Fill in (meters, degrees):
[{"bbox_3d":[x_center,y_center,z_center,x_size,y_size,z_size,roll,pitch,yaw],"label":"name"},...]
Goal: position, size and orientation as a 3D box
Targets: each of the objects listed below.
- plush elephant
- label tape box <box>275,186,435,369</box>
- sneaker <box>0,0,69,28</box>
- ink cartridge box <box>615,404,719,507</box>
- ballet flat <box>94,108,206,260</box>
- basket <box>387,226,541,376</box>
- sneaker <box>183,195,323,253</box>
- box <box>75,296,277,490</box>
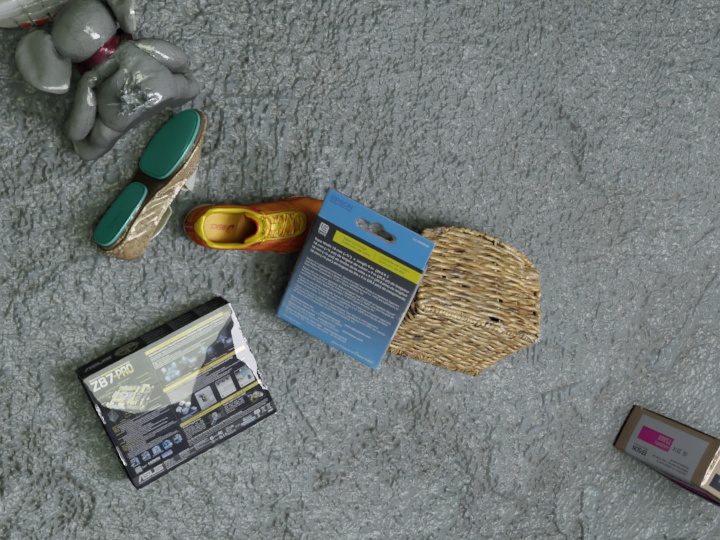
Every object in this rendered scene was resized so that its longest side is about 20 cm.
[{"bbox_3d":[-0.280,-0.229,1.348,0.165,0.200,0.155,-34,93,-7],"label":"plush elephant"},{"bbox_3d":[0.000,0.000,1.480,0.144,0.063,0.200,28,123,5],"label":"label tape box"},{"bbox_3d":[-0.332,-0.336,1.358,0.200,0.077,0.082,-30,84,-17],"label":"sneaker"},{"bbox_3d":[0.486,0.279,1.755,0.165,0.200,0.075,31,86,-25],"label":"ink cartridge box"},{"bbox_3d":[-0.235,-0.097,1.448,0.200,0.070,0.065,-53,142,-3],"label":"ballet flat"},{"bbox_3d":[0.118,0.034,1.622,0.200,0.149,0.143,16,60,-26],"label":"basket"},{"bbox_3d":[-0.111,-0.049,1.496,0.200,0.077,0.073,-7,101,-24],"label":"sneaker"},{"bbox_3d":[-0.220,0.148,1.501,0.200,0.049,0.162,-29,112,-16],"label":"box"}]
